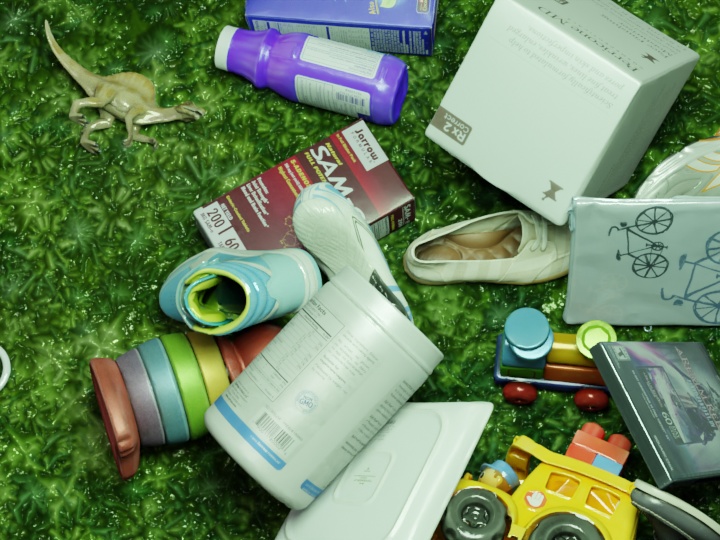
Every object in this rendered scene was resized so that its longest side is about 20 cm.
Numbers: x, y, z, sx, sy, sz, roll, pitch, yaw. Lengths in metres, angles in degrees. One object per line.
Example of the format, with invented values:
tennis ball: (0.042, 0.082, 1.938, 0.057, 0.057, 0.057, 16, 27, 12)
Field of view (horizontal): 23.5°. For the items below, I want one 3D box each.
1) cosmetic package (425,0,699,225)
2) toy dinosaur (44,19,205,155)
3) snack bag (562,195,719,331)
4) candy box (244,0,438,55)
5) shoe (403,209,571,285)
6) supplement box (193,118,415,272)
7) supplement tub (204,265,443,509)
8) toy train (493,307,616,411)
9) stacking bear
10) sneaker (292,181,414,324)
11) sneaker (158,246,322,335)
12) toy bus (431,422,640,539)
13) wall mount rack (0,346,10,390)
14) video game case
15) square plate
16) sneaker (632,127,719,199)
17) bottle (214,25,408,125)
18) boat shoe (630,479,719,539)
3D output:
cosmetic package: (0.199, -0.171, 1.686, 0.165, 0.200, 0.165, 35, 116, 14)
toy dinosaur: (-0.267, -0.179, 1.832, 0.200, 0.058, 0.101, 26, 58, 4)
snack bag: (0.292, -0.007, 1.656, 0.200, 0.189, 0.021, 0, 50, 4)
candy box: (-0.014, -0.324, 1.851, 0.200, 0.077, 0.169, 5, 71, 4)
shoe: (0.142, -0.022, 1.738, 0.200, 0.053, 0.070, -9, 69, 0)
supplement box: (-0.056, -0.056, 1.759, 0.200, 0.061, 0.109, -30, 72, -9)
supplement tub: (-0.035, 0.109, 1.600, 0.132, 0.132, 0.200, 43, 88, 17)
toy train: (0.230, 0.081, 1.660, 0.200, 0.116, 0.085, 5, 70, 6)
stacking bear: (-0.152, 0.111, 1.680, 0.200, 0.121, 0.114, -16, 69, -12)
sneaker: (0.000, 0.000, 1.694, 0.072, 0.200, 0.073, -19, 23, 25)
sneaker: (-0.149, 0.021, 1.645, 0.200, 0.130, 0.080, -11, 93, 40)
toy bus: (0.168, 0.221, 1.612, 0.200, 0.136, 0.192, 20, 58, 13)
wall mount rack: (-0.455, 0.069, 1.727, 0.200, 0.075, 0.174, -5, 69, 1)
video game case: (0.299, 0.131, 1.611, 0.019, 0.200, 0.143, -38, 66, 32)
square plate: (0.009, 0.197, 1.599, 0.200, 0.028, 0.198, -3, 52, 49)
sneaker: (0.361, -0.088, 1.742, 0.200, 0.076, 0.092, -33, 75, -8)
bottle: (-0.051, -0.209, 1.806, 0.200, 0.084, 0.065, 16, 73, 10)
boat shoe: (0.302, 0.257, 1.564, 0.063, 0.200, 0.073, -54, 33, -6)
